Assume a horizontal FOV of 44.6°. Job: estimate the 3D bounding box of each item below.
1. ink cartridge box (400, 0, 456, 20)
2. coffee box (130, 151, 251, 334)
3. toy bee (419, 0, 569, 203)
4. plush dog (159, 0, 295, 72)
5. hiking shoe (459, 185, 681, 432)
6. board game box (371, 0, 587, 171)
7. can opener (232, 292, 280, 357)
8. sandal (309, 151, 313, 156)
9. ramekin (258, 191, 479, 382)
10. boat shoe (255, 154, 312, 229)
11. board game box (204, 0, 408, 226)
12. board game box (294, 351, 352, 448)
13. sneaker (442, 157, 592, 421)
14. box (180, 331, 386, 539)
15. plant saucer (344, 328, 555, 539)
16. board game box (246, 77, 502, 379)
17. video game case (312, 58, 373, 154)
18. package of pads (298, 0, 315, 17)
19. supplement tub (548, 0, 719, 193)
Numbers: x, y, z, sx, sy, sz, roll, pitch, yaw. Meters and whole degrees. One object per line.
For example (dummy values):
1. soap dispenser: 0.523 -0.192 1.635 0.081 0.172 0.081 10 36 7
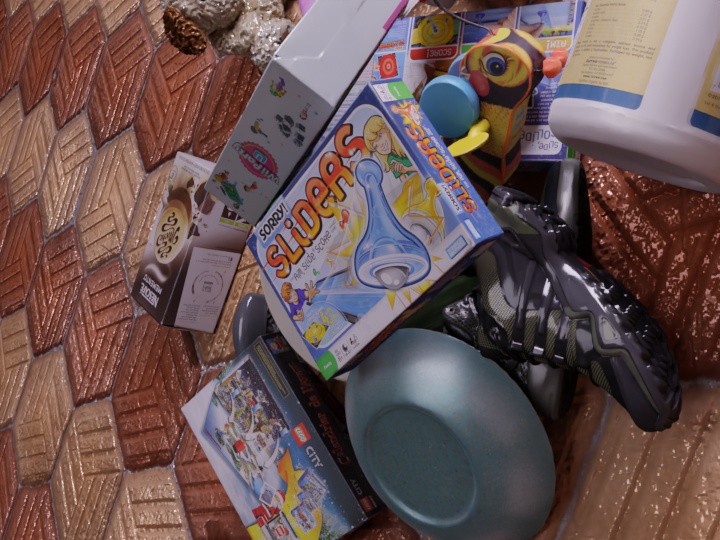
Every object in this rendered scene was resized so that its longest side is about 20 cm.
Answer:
1. ink cartridge box: 0.112 -0.293 0.763 0.161 0.050 0.201 -45 17 32
2. coffee box: -0.212 -0.035 1.123 0.113 0.079 0.202 28 101 49
3. toy bee: 0.099 -0.131 0.654 0.108 0.201 0.132 13 60 30
4. plush dog: -0.172 -0.336 1.094 0.160 0.170 0.203 -13 70 48
5. hiking shoe: 0.136 0.039 0.614 0.101 0.075 0.201 -48 62 26
6. board game box: 0.098 -0.157 0.770 0.198 0.034 0.137 5 86 33
7. can opener: -0.125 0.125 0.938 0.053 0.066 0.203 9 86 50
8. sandal: -0.072 -0.148 0.988 0.200 0.053 0.081 168 110 -74
9. ramekin: 0.000 0.000 0.777 0.199 0.097 0.203 19 120 37
10. boat shoe: -0.080 -0.052 0.927 0.072 0.076 0.201 52 147 16
11. board game box: -0.050 -0.149 0.757 0.148 0.064 0.200 -59 8 -33
12. board game box: -0.081 0.163 0.950 0.200 0.032 0.121 40 114 48
13. sneaker: 0.122 0.008 0.693 0.113 0.076 0.202 9 90 25
14. box: -0.080 0.182 0.865 0.136 0.038 0.201 -40 73 27
15. plant saucer: 0.056 0.146 0.698 0.199 0.039 0.203 18 120 33
16. board game box: 0.000 -0.024 0.656 0.136 0.034 0.200 58 135 14
17. video game case: 0.031 -0.154 0.894 0.199 0.045 0.184 12 88 51
18. package of pads: 0.008 -0.342 0.953 0.200 0.075 0.122 -39 56 39
19. supplement tub: 0.223 -0.166 0.589 0.144 0.144 0.202 26 99 50
